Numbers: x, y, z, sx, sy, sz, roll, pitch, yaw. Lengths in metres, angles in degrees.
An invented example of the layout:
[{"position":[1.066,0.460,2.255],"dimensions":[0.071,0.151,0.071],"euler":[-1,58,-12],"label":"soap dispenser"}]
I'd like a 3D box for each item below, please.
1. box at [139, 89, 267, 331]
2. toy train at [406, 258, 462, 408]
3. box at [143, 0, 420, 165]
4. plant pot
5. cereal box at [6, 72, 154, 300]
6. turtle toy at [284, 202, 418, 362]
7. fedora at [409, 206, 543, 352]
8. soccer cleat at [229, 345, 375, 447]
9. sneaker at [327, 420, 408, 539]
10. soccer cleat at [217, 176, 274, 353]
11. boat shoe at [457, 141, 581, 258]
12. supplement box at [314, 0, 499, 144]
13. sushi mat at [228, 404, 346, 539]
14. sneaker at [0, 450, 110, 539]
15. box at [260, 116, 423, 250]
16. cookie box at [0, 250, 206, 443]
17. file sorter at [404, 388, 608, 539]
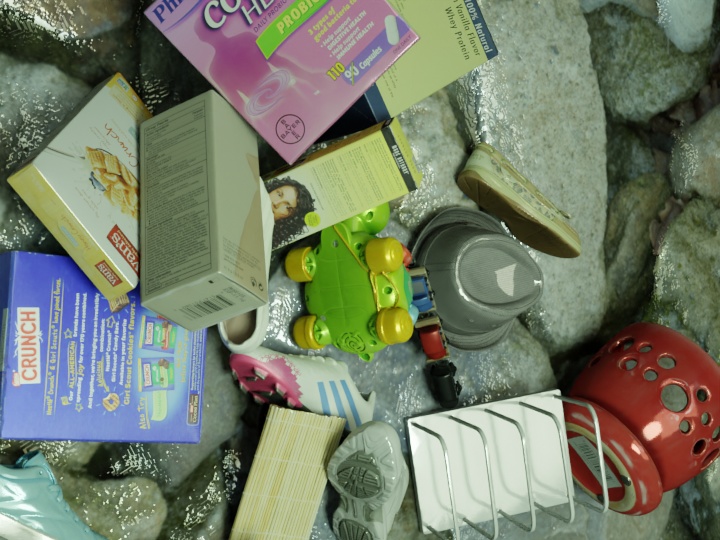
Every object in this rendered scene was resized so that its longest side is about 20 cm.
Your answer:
[{"position":[-0.148,-0.056,1.035],"dimensions":[0.078,0.095,0.201],"euler":[36,41,-51],"label":"box"},{"position":[0.082,0.077,1.289],"dimensions":[0.046,0.034,0.201],"euler":[-78,154,-60],"label":"toy train"},{"position":[-0.073,-0.239,1.074],"dimensions":[0.176,0.097,0.200],"euler":[-42,101,9],"label":"box"},{"position":[0.349,0.195,1.415],"dimensions":[0.182,0.200,0.201],"euler":[-36,108,-22],"label":"plant pot"},{"position":[-0.232,-0.084,1.047],"dimensions":[0.144,0.039,0.200],"euler":[53,28,-22],"label":"cereal box"},{"position":[0.000,0.000,1.217],"dimensions":[0.101,0.145,0.201],"euler":[-10,94,-57],"label":"turtle toy"},{"position":[0.152,0.010,1.342],"dimensions":[0.199,0.090,0.178],"euler":[20,76,-33],"label":"fedora"},{"position":[-0.060,0.120,1.205],"dimensions":[0.200,0.070,0.087],"euler":[41,57,-33],"label":"soccer cleat"},{"position":[0.016,0.219,1.213],"dimensions":[0.099,0.078,0.201],"euler":[-53,160,-42],"label":"sneaker"},{"position":[-0.120,-0.017,1.107],"dimensions":[0.069,0.078,0.201],"euler":[-4,92,0],"label":"soccer cleat"},{"position":[0.211,-0.084,1.402],"dimensions":[0.200,0.073,0.063],"euler":[37,66,-26],"label":"boat shoe"},{"position":[0.011,-0.279,1.232],"dimensions":[0.199,0.134,0.201],"euler":[-35,106,-31],"label":"supplement box"},{"position":[-0.082,0.241,1.170],"dimensions":[0.095,0.012,0.201],"euler":[12,99,-34],"label":"sushi mat"},{"position":[-0.295,0.213,1.020],"dimensions":[0.200,0.074,0.082],"euler":[35,72,-29],"label":"sneaker"},{"position":[-0.040,-0.085,1.156],"dimensions":[0.076,0.199,0.050],"euler":[63,16,-14],"label":"box"},{"position":[-0.251,0.076,1.058],"dimensions":[0.199,0.075,0.172],"euler":[8,80,-36],"label":"cookie box"},{"position":[0.172,0.229,1.287],"dimensions":[0.199,0.124,0.140],"euler":[-9,93,-15],"label":"file sorter"}]
